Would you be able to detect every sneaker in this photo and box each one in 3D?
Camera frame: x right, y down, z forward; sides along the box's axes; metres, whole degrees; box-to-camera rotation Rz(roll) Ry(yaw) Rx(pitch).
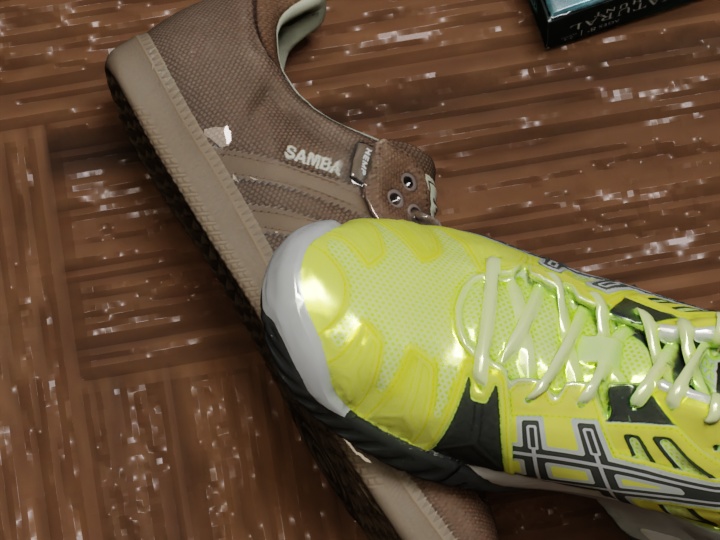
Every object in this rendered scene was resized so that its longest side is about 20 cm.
[{"bbox_3d":[0.067,0.026,0.733,0.199,0.076,0.076,20,60,-22],"label":"sneaker"},{"bbox_3d":[0.000,0.000,0.781,0.075,0.070,0.201,-29,77,-9],"label":"sneaker"}]

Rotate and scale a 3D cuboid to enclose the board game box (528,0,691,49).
[{"bbox_3d":[0.130,-0.165,0.846,0.199,0.028,0.136,-18,75,-3],"label":"board game box"}]
